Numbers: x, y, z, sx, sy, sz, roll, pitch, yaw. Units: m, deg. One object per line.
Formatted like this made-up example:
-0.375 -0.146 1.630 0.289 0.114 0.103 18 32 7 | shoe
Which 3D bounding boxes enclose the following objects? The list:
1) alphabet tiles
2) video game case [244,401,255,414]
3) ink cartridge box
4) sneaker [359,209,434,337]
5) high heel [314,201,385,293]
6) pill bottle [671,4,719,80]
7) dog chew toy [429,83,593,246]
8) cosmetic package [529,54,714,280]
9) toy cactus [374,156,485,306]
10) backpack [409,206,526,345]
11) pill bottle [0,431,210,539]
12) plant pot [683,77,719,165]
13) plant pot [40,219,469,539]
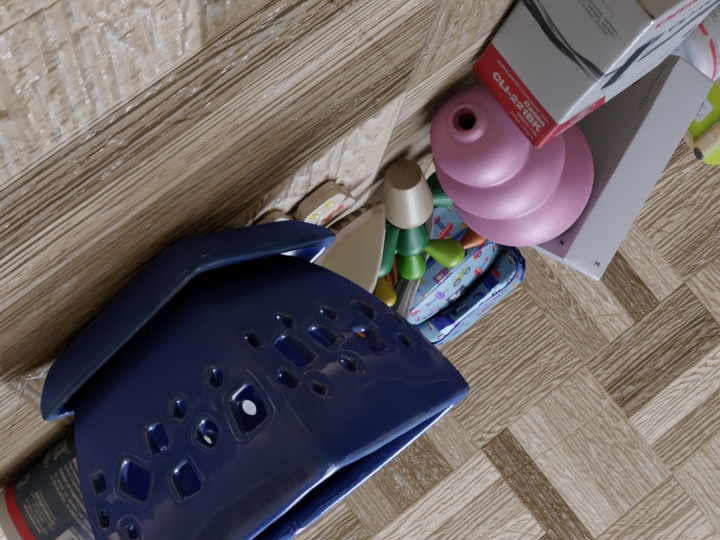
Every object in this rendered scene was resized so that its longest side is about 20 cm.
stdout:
-0.089 0.001 1.066 0.200 0.015 0.196 -39 174 5 | alphabet tiles
-0.065 0.092 1.414 0.182 0.022 0.200 -33 169 -35 | video game case
0.183 -0.188 0.942 0.144 0.084 0.200 -35 172 -23 | ink cartridge box
0.000 0.000 1.305 0.078 0.112 0.201 119 -11 -67 | sneaker
-0.068 0.016 1.131 0.142 0.071 0.200 5 -126 47 | high heel
0.345 -0.257 1.267 0.200 0.109 0.109 -36 173 -17 | pill bottle
0.115 -0.093 1.104 0.124 0.125 0.200 -39 156 11 | dog chew toy
0.210 -0.106 1.226 0.201 0.052 0.151 -60 -150 2 | cosmetic package
0.040 -0.049 1.210 0.200 0.102 0.165 -35 154 -13 | toy cactus
0.085 -0.005 1.485 0.182 0.135 0.200 -40 171 4 | backpack
-0.208 0.181 1.197 0.200 0.120 0.120 -39 174 4 | pill bottle
0.414 -0.236 1.449 0.181 0.200 0.199 -31 173 -14 | plant pot
-0.080 0.084 0.904 0.200 0.180 0.200 -41 168 28 | plant pot
